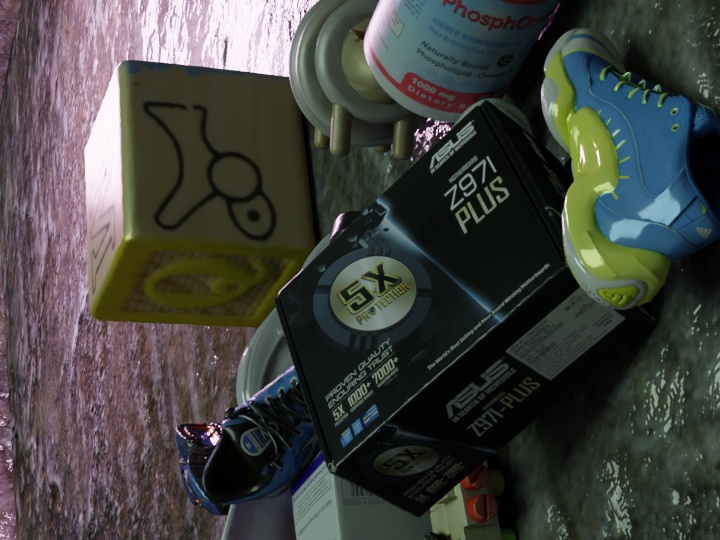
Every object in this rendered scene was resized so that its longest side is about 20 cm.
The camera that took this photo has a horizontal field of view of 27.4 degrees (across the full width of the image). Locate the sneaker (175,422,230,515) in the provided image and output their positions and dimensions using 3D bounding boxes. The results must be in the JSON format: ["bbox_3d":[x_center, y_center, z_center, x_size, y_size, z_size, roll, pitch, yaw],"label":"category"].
[{"bbox_3d":[-0.156,0.226,1.603,0.200,0.075,0.079,-135,43,-73],"label":"sneaker"}]

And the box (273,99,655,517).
[{"bbox_3d":[0.057,0.023,0.919,0.200,0.086,0.164,-42,39,19],"label":"box"}]

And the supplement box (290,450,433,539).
[{"bbox_3d":[0.019,0.236,1.083,0.103,0.101,0.200,125,143,-55],"label":"supplement box"}]

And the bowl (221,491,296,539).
[{"bbox_3d":[-0.078,0.246,1.309,0.201,0.090,0.201,-165,90,-88],"label":"bowl"}]

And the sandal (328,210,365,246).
[{"bbox_3d":[0.001,0.000,1.086,0.200,0.075,0.048,122,167,-63],"label":"sandal"}]

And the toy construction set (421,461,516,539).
[{"bbox_3d":[0.073,0.143,0.988,0.131,0.092,0.200,135,145,-60],"label":"toy construction set"}]

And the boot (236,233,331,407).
[{"bbox_3d":[-0.032,0.037,1.207,0.096,0.074,0.200,-36,26,59],"label":"boot"}]

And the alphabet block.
[{"bbox_3d":[-0.168,-0.072,1.493,0.196,0.195,0.200,126,143,-58],"label":"alphabet block"}]

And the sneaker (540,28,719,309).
[{"bbox_3d":[0.164,-0.074,0.823,0.105,0.076,0.200,-30,46,33],"label":"sneaker"}]

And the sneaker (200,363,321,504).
[{"bbox_3d":[-0.050,0.116,1.112,0.079,0.089,0.200,47,118,13],"label":"sneaker"}]

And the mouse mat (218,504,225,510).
[{"bbox_3d":[-0.087,0.118,1.362,0.200,0.008,0.161,106,-171,-53],"label":"mouse mat"}]

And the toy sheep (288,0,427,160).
[{"bbox_3d":[0.005,-0.156,1.147,0.200,0.138,0.138,-149,64,-74],"label":"toy sheep"}]

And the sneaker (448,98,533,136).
[{"bbox_3d":[0.062,-0.040,1.056,0.114,0.073,0.201,-120,38,-60],"label":"sneaker"}]

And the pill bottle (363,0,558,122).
[{"bbox_3d":[0.082,-0.200,0.973,0.200,0.109,0.109,118,148,-48],"label":"pill bottle"}]
